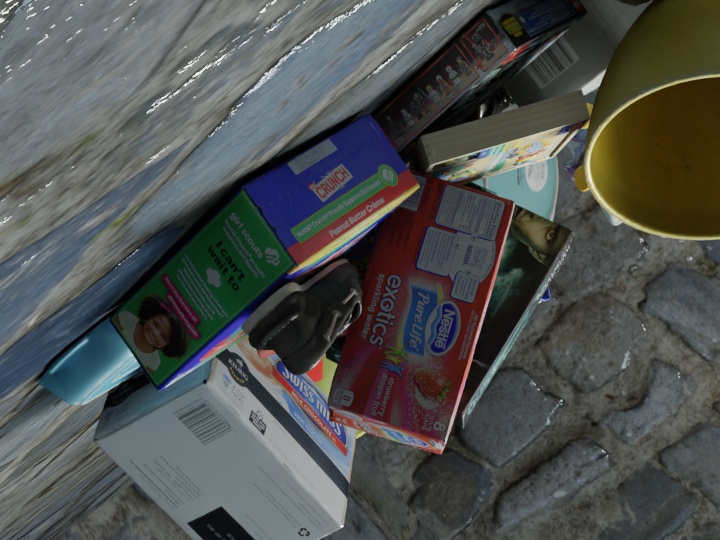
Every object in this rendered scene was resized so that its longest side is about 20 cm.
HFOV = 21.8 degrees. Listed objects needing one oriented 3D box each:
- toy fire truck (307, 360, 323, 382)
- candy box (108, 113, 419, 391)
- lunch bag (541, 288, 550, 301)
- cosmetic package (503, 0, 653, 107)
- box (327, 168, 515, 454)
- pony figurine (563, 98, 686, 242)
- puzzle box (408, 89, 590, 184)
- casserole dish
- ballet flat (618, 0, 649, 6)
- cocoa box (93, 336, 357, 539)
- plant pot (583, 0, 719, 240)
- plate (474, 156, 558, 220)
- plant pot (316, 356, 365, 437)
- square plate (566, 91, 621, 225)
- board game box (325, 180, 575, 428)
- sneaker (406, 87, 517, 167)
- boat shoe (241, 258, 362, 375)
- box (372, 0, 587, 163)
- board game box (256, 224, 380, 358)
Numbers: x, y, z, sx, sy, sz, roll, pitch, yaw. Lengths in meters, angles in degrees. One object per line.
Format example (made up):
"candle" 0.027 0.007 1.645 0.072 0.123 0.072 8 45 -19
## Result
"toy fire truck" -0.083 0.036 1.729 0.199 0.142 0.049 11 -163 38
"candy box" -0.072 -0.013 1.419 0.169 0.077 0.200 -33 173 -48
"lunch bag" 0.105 -0.055 1.907 0.094 0.202 0.150 9 162 -37
"cosmetic package" 0.200 -0.206 1.637 0.107 0.090 0.200 -39 180 31
"box" 0.047 0.034 1.481 0.096 0.099 0.202 86 21 -78
"pony figurine" 0.271 -0.128 1.673 0.199 0.167 0.193 -15 158 -39
"puzzle box" 0.108 -0.100 1.522 0.132 0.026 0.200 -17 176 -3
"casserole dish" -0.180 0.054 1.530 0.121 0.039 0.200 -39 177 31
"ballet flat" 0.230 -0.247 1.494 0.200 0.071 0.071 -39 179 -45
"cocoa box" -0.114 0.145 1.652 0.133 0.200 0.132 -28 -152 25
"plant pot" 0.271 -0.141 1.468 0.200 0.199 0.143 -41 -143 43
"plate" 0.146 -0.090 1.793 0.025 0.202 0.200 1 -158 36
"plant pot" -0.030 0.054 2.006 0.200 0.200 0.185 -34 163 -45
"square plate" 0.264 -0.179 1.799 0.200 0.199 0.028 -40 156 29
"board game box" 0.077 0.020 1.580 0.201 0.134 0.028 -57 161 -25
"sneaker" 0.122 -0.149 1.692 0.200 0.074 0.080 -40 161 -28
"boat shoe" -0.033 0.038 1.366 0.067 0.057 0.200 -41 176 16
"box" 0.077 -0.148 1.497 0.200 0.040 0.137 -40 175 37
"board game box" 0.000 0.000 1.563 0.198 0.104 0.019 -15 154 0
